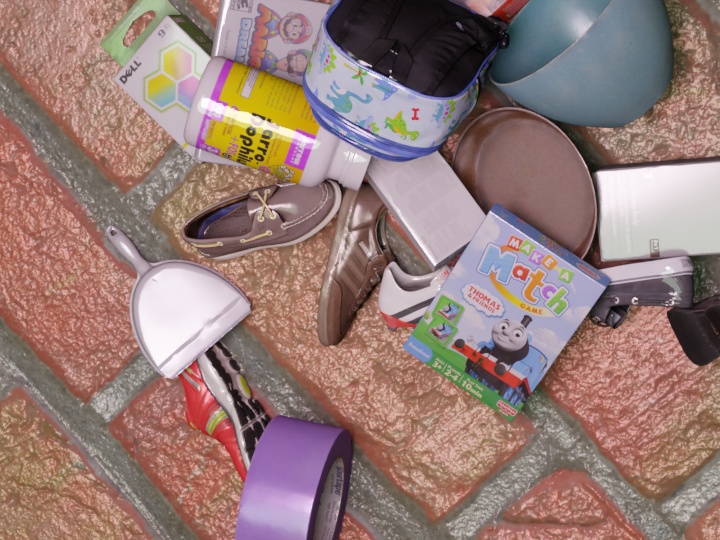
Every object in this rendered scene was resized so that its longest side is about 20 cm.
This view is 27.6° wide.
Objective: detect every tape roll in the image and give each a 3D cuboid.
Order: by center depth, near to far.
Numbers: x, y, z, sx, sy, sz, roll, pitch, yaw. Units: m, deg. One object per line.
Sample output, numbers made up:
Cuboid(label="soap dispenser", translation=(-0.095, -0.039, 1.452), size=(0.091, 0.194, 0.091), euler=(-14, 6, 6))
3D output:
Cuboid(label="tape roll", translation=(-0.076, 0.275, 1.717), size=(0.085, 0.200, 0.200), euler=(11, 103, 12))

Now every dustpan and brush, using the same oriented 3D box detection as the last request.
Cuboid(label="dustpan and brush", translation=(-0.245, 0.018, 1.783), size=(0.140, 0.057, 0.200), euler=(-41, 87, -7))

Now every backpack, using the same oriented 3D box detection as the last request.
Cuboid(label="backpack", translation=(0.033, -0.201, 1.516), size=(0.183, 0.200, 0.147), euler=(27, 126, 2))

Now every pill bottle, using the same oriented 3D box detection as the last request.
Cuboid(label="pill bottle", translation=(-0.084, -0.154, 1.598), size=(0.200, 0.104, 0.104), euler=(19, 105, -3))

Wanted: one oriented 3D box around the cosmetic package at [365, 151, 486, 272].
Cuboid(label="cosmetic package", translation=(0.058, -0.103, 1.662), size=(0.083, 0.051, 0.200), euler=(-34, 81, -6))

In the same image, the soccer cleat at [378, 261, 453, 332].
Cuboid(label="soccer cleat", translation=(0.117, 0.035, 1.686), size=(0.200, 0.069, 0.085), euler=(6, 120, 14))

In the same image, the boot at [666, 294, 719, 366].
Cuboid(label="boot", translation=(0.442, 0.033, 1.593), size=(0.174, 0.200, 0.069), euler=(-26, 90, -15))

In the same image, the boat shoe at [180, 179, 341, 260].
Cuboid(label="boat shoe", translation=(-0.118, -0.064, 1.714), size=(0.200, 0.060, 0.072), euler=(-17, 69, 27))

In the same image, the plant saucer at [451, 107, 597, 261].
Cuboid(label="plant saucer", translation=(0.187, -0.087, 1.633), size=(0.200, 0.032, 0.200), euler=(20, 122, 37))

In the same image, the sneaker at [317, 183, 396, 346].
Cuboid(label="sneaker", translation=(0.000, 0.000, 1.714), size=(0.075, 0.070, 0.200), euler=(13, 104, 8))

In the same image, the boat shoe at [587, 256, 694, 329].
Cuboid(label="boat shoe", translation=(0.281, 0.031, 1.622), size=(0.200, 0.070, 0.066), euler=(-12, 83, 37))

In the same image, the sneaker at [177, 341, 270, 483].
Cuboid(label="sneaker", translation=(-0.168, 0.181, 1.788), size=(0.085, 0.077, 0.200), euler=(-33, 75, 24))

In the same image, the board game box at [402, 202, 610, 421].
Cuboid(label="board game box", translation=(0.159, 0.048, 1.623), size=(0.151, 0.037, 0.200), euler=(34, 116, 6))

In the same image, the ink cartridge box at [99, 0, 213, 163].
Cuboid(label="ink cartridge box", translation=(-0.218, -0.233, 1.728), size=(0.200, 0.059, 0.104), euler=(45, 107, 2))

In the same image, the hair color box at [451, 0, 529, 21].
Cuboid(label="hair color box", translation=(0.119, -0.317, 1.619), size=(0.200, 0.064, 0.111), euler=(-43, 77, 18))

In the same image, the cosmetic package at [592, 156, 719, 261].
Cuboid(label="cosmetic package", translation=(0.362, -0.070, 1.604), size=(0.200, 0.090, 0.107), euler=(-5, 96, 18))

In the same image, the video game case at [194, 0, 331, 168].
Cuboid(label="video game case", translation=(-0.084, -0.211, 1.675), size=(0.182, 0.024, 0.200), euler=(7, 104, -18))

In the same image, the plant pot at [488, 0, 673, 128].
Cuboid(label="plant pot", translation=(0.254, -0.229, 1.559), size=(0.200, 0.200, 0.135), euler=(-42, 111, 17))
